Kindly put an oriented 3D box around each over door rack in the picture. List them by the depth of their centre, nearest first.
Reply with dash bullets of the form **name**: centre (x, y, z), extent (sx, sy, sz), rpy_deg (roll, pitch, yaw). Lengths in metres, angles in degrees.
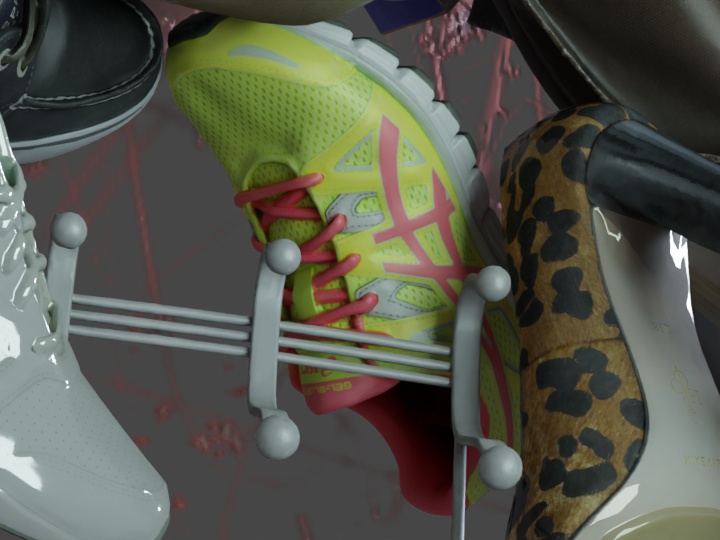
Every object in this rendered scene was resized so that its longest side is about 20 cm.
- **over door rack**: centre (-0.031, 0.083, 0.884), extent (0.147, 0.067, 0.201), rpy_deg (8, 70, -8)

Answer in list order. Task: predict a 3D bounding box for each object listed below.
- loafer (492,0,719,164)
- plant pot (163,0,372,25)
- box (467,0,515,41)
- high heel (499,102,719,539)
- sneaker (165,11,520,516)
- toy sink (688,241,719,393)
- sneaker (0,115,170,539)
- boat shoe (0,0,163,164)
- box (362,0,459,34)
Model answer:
- **loafer**: centre (0.073, -0.105, 0.972), extent (0.073, 0.071, 0.200), rpy_deg (-42, 82, -8)
- **plant pot**: centre (-0.029, -0.154, 0.898), extent (0.135, 0.200, 0.201), rpy_deg (50, 50, -26)
- **box**: centre (0.146, -0.114, 1.089), extent (0.200, 0.143, 0.036), rpy_deg (-46, 155, -47)
- **high heel**: centre (0.062, 0.049, 0.936), extent (0.071, 0.142, 0.201), rpy_deg (21, 96, -36)
- **sneaker**: centre (0.000, 0.000, 0.971), extent (0.200, 0.078, 0.090), rpy_deg (49, 53, -24)
- **toy sink**: centre (0.162, 0.008, 1.058), extent (0.200, 0.130, 0.112), rpy_deg (-21, 136, -37)
- **sneaker**: centre (-0.114, -0.002, 0.800), extent (0.080, 0.070, 0.200), rpy_deg (-43, 105, 3)
- **boat shoe**: centre (-0.128, -0.077, 0.874), extent (0.199, 0.066, 0.070), rpy_deg (10, 73, -42)
- **box**: centre (0.025, -0.177, 1.067), extent (0.119, 0.041, 0.200), rpy_deg (56, 51, -18)
